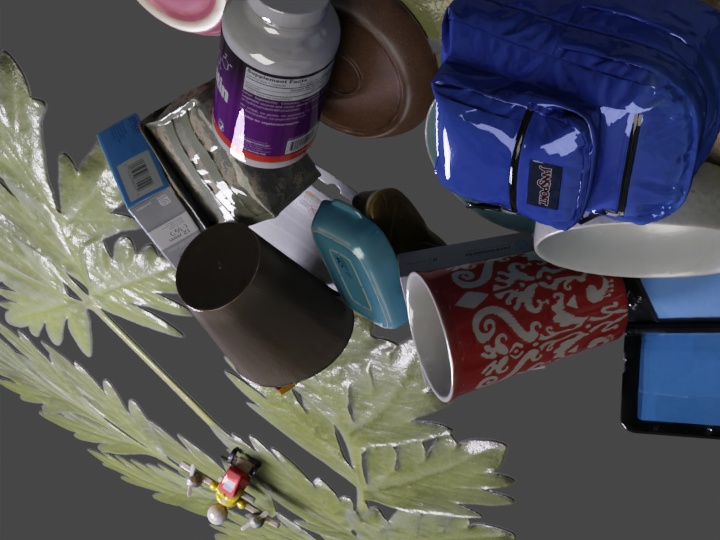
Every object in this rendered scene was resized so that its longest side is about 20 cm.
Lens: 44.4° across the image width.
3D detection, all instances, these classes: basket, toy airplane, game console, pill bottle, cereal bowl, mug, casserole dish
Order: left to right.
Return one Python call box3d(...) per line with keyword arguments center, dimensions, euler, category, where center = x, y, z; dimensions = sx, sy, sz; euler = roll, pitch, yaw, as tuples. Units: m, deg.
box3d(center=(-0.289, 0.493, 1.932), dimensions=(0.198, 0.142, 0.200), euler=(-1, 134, 41), category="toy airplane")
box3d(center=(-0.124, 0.039, 1.071), dimensions=(0.178, 0.138, 0.200), euler=(-18, 147, 14), category="basket")
box3d(center=(-0.082, -0.198, 0.849), dimensions=(0.111, 0.113, 0.201), euler=(30, 146, 6), category="pill bottle")
box3d(center=(0.000, 0.000, 1.054), dimensions=(0.120, 0.039, 0.201), euler=(28, 153, 38), category="casserole dish")
box3d(center=(0.157, 0.045, 0.926), dimensions=(0.178, 0.197, 0.136), euler=(140, 115, -78), category="mug")
box3d(center=(0.254, -0.054, 0.782), dimensions=(0.196, 0.085, 0.200), euler=(5, 167, 1), category="cereal bowl")
box3d(center=(0.334, 0.067, 0.876), dimensions=(0.198, 0.117, 0.177), euler=(-4, 131, 43), category="game console")

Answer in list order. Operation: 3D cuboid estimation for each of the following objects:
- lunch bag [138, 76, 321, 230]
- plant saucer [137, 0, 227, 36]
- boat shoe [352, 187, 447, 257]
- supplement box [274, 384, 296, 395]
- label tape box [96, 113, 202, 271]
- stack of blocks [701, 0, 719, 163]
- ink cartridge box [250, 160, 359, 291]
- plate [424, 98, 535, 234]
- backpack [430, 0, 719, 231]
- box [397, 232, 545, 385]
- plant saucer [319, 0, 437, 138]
box3d(center=(-0.174, -0.135, 1.059), dimensions=(0.198, 0.118, 0.165), euler=(-11, 117, 49), category="lunch bag")
box3d(center=(-0.186, -0.322, 0.901), dimensions=(0.198, 0.051, 0.202), euler=(24, 145, 18), category="plant saucer")
box3d(center=(0.058, -0.023, 1.057), dimensions=(0.065, 0.073, 0.201), euler=(23, 151, 53), category="boat shoe")
box3d(center=(-0.148, 0.065, 1.281), dimensions=(0.201, 0.085, 0.110), euler=(53, -179, -26), category="supplement box")
box3d(center=(-0.263, -0.089, 1.180), dimensions=(0.144, 0.065, 0.201), euler=(59, 177, 33), category="label tape box")
box3d(center=(0.243, -0.181, 0.697), dimensions=(0.198, 0.059, 0.116), euler=(31, 147, 6), category="stack of blocks")
box3d(center=(-0.058, -0.054, 1.150), dimensions=(0.161, 0.057, 0.201), euler=(34, 126, 1), category="ink cartridge box")
box3d(center=(0.157, -0.118, 0.882), dimensions=(0.198, 0.026, 0.202), euler=(24, 146, 17), category="plate")
box3d(center=(0.159, -0.115, 0.650), dimensions=(0.197, 0.169, 0.163), euler=(19, 151, 21), category="backpack")
box3d(center=(0.134, 0.050, 1.037), dimensions=(0.153, 0.042, 0.202), euler=(-9, 136, 6), category="box")
box3d(center=(-0.016, -0.211, 0.909), dimensions=(0.198, 0.035, 0.202), euler=(24, 146, 17), category="plant saucer")
